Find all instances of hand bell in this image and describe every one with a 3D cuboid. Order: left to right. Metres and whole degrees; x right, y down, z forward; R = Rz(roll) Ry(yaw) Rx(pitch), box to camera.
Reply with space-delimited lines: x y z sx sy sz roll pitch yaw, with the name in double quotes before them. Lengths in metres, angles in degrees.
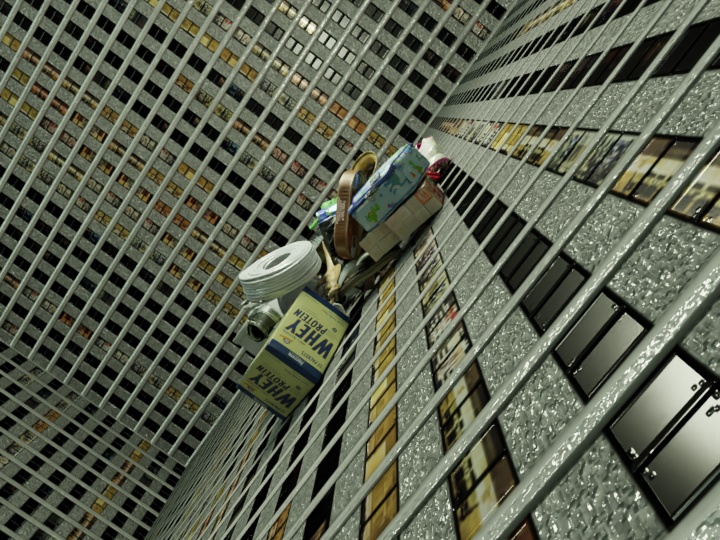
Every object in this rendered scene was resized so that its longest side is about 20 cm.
"hand bell" 0.075 -0.202 1.648 0.104 0.199 0.105 -30 48 39

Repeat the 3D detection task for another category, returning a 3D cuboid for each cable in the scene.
"cable" -0.189 0.000 1.577 0.198 0.070 0.200 -20 19 16

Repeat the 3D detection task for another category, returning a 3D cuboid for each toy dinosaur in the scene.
"toy dinosaur" -0.071 0.022 1.585 0.102 0.057 0.201 -62 23 26

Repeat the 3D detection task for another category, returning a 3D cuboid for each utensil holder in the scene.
"utensil holder" -0.216 0.177 1.807 0.171 0.199 0.170 -54 6 8

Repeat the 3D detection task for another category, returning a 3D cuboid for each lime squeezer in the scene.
"lime squeezer" -0.057 -0.164 1.752 0.198 0.071 0.038 -28 50 9

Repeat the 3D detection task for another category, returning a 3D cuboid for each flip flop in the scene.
"flip flop" 0.023 0.011 1.534 0.199 0.058 0.081 -35 18 24

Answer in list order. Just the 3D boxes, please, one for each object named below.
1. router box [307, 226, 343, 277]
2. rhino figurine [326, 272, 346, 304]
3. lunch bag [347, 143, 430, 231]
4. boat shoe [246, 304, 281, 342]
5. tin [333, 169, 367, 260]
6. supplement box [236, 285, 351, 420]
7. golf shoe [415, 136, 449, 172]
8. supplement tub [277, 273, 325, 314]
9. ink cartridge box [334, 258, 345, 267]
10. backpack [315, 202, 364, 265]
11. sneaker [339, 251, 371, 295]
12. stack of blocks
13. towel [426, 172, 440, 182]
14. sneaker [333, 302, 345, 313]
"router box" -0.059 -0.047 1.863 0.052 0.200 0.158 29 81 46
"rhino figurine" -0.067 0.072 1.816 0.201 0.059 0.088 96 -166 -65
"lunch bag" 0.060 -0.181 1.453 0.161 0.082 0.200 -42 8 37
"boat shoe" -0.240 0.130 1.566 0.064 0.070 0.200 -55 5 -22
"tin" -0.021 -0.125 1.503 0.112 0.041 0.203 14 -99 -66
"supplement box" -0.149 0.187 1.506 0.200 0.133 0.201 -51 6 42
"golf shoe" 0.166 -0.285 1.782 0.075 0.093 0.200 -20 -8 -27
"supplement tub" -0.158 0.050 1.721 0.123 0.122 0.200 -54 15 3
"ink cartridge box" 0.024 -0.081 1.803 0.201 0.099 0.039 -56 5 4
"backpack" 0.006 -0.117 1.689 0.198 0.136 0.183 -26 -11 7
"sneaker" 0.000 0.000 1.653 0.200 0.073 0.071 -50 0 36
"stack of blocks" 0.087 -0.111 1.453 0.200 0.059 0.115 -41 10 20
"towel" 0.113 -0.220 1.765 0.200 0.142 0.023 142 127 -71
"sneaker" -0.130 0.163 1.715 0.200 0.074 0.118 -40 7 -17
